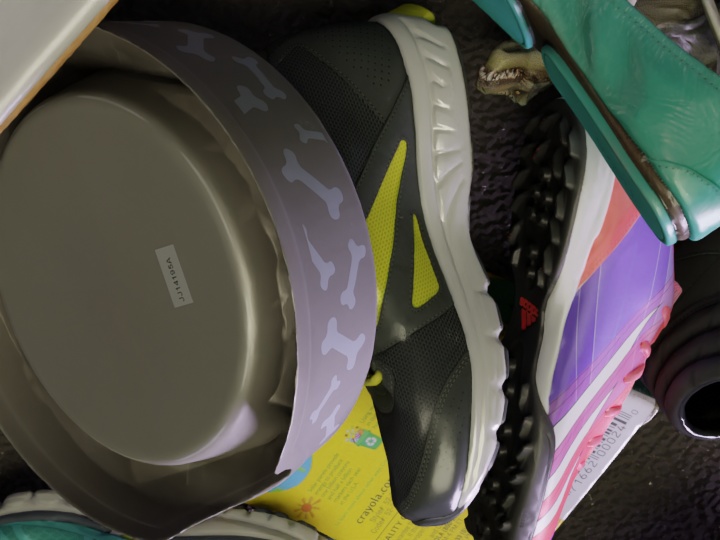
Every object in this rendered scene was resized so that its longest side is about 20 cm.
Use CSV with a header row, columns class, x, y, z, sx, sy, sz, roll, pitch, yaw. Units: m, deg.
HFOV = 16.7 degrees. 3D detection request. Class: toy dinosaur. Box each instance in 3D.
class,x,y,z,sx,sy,sz,roll,pitch,yaw
toy dinosaur,0.139,-0.111,0.950,0.200,0.047,0.088,-5,128,-11

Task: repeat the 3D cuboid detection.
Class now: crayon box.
class,x,y,z,sx,sy,sz,roll,pitch,yaw
crayon box,0.007,0.051,1.031,0.200,0.051,0.127,25,116,-24

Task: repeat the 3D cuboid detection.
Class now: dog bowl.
class,x,y,z,sx,sy,sz,roll,pitch,yaw
dog bowl,-0.076,-0.002,0.911,0.059,0.200,0.200,-23,137,-44

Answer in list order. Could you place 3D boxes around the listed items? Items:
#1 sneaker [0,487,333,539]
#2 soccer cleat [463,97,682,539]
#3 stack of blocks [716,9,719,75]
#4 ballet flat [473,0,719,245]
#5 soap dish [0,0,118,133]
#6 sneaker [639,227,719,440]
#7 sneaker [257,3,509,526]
class,x,y,z,sx,sy,sz,roll,pitch,yaw
sneaker,-0.105,0.141,1.036,0.200,0.080,0.078,-2,142,21
soccer cleat,0.089,0.031,0.970,0.073,0.068,0.200,3,108,-22
stack of blocks,0.193,-0.161,0.875,0.115,0.059,0.200,-2,105,-9
ballet flat,0.082,-0.099,0.885,0.070,0.200,0.067,-35,159,-5
soap dish,-0.179,-0.133,0.823,0.200,0.081,0.157,35,109,-27
sneaker,0.183,-0.007,0.976,0.071,0.099,0.200,22,125,-40
sneaker,0.000,0.000,0.936,0.085,0.074,0.200,-5,83,-19
